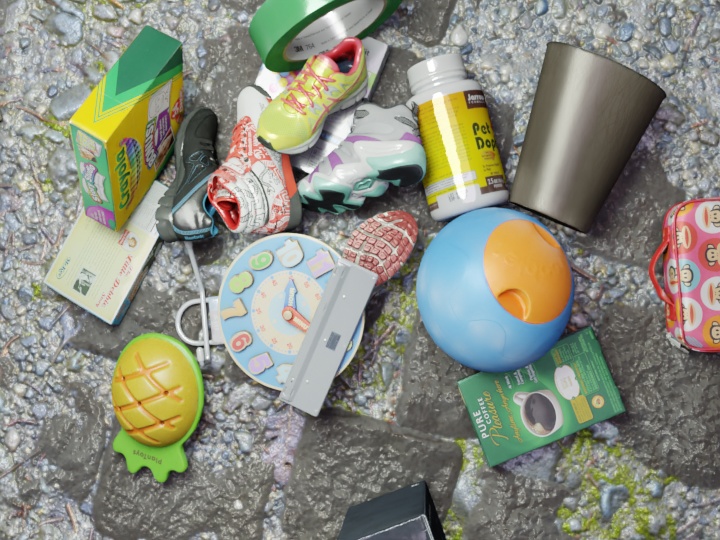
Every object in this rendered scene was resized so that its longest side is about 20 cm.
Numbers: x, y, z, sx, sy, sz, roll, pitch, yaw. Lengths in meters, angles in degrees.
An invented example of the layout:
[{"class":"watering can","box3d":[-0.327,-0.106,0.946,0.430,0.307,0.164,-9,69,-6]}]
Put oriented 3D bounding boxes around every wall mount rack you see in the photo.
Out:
[{"class":"wall mount rack","box3d":[-0.163,0.034,1.244,0.195,0.075,0.178,-7,87,2]}]

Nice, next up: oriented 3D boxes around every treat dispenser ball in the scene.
[{"class":"treat dispenser ball","box3d":[0.168,0.024,1.160,0.196,0.201,0.206,0,88,4]}]

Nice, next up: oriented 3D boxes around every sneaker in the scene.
[{"class":"sneaker","box3d":[-0.209,-0.126,1.229,0.080,0.073,0.204,2,66,14]},{"class":"sneaker","box3d":[0.000,0.000,1.227,0.078,0.082,0.200,43,100,3]},{"class":"sneaker","box3d":[-0.004,-0.162,1.206,0.196,0.078,0.143,-14,62,25]},{"class":"sneaker","box3d":[-0.061,-0.227,1.158,0.077,0.091,0.200,34,58,13]},{"class":"sneaker","box3d":[-0.148,-0.144,1.180,0.106,0.067,0.206,-9,78,-38]}]

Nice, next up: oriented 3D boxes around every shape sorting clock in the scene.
[{"class":"shape sorting clock","box3d":[-0.090,0.054,1.183,0.195,0.039,0.205,0,94,7]}]

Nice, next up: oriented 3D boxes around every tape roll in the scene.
[{"class":"tape roll","box3d":[-0.041,-0.318,1.143,0.197,0.200,0.049,-28,87,2]}]

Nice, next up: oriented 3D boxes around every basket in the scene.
[{"class":"basket","box3d":[0.281,-0.162,1.195,0.177,0.136,0.204,19,96,-23]}]

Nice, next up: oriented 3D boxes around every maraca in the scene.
[{"class":"maraca","box3d":[-0.273,0.183,1.234,0.134,0.107,0.205,14,104,17]}]

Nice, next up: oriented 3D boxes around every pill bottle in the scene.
[{"class":"pill bottle","box3d":[0.122,-0.174,1.214,0.107,0.109,0.205,-15,88,3]}]

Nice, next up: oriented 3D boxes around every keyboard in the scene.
[{"class":"keyboard","box3d":[-0.041,0.085,1.161,0.055,0.011,0.203,22,103,-6]}]

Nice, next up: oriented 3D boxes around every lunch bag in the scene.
[{"class":"lunch bag","box3d":[0.463,0.006,1.201,0.172,0.082,0.205,-2,89,4]}]

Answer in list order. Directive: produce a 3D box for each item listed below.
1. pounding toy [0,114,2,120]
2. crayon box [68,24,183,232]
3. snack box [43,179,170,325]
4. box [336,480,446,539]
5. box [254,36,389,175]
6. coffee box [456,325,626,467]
[{"class":"pounding toy","box3d":[-0.594,-0.281,1.264,0.180,0.142,0.204,-19,98,3]},{"class":"crayon box","box3d":[-0.288,-0.174,1.166,0.057,0.201,0.175,25,60,4]},{"class":"snack box","box3d":[-0.338,-0.042,1.275,0.115,0.037,0.203,29,90,5]},{"class":"box","box3d":[0.061,0.394,1.157,0.121,0.200,0.201,-19,87,3]},{"class":"box","box3d":[-0.067,-0.239,1.263,0.153,0.041,0.204,23,89,3]},{"class":"coffee box","box3d":[0.237,0.166,1.230,0.196,0.044,0.125,-24,87,2]}]
